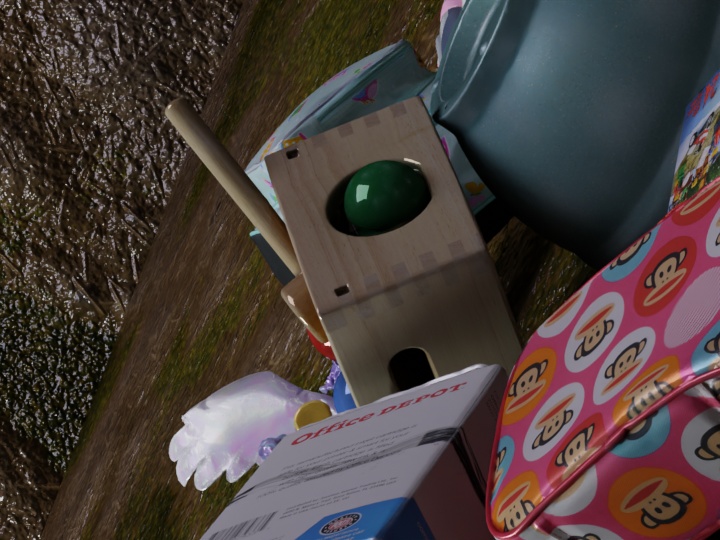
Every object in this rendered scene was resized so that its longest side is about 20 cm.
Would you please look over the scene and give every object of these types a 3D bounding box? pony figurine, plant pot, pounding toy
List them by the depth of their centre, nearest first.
[{"bbox_3d":[0.000,0.000,1.715,0.184,0.142,0.200,-111,-1,-51],"label":"pounding toy"},{"bbox_3d":[0.123,-0.115,1.741,0.200,0.134,0.200,-157,90,-80],"label":"plant pot"},{"bbox_3d":[-0.016,0.118,1.921,0.193,0.167,0.200,-38,-3,1],"label":"pony figurine"}]

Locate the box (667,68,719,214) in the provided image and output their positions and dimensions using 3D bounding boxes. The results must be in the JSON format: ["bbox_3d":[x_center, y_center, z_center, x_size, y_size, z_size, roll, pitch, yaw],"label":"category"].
[{"bbox_3d":[0.214,-0.078,1.483,0.200,0.038,0.137,127,163,-51],"label":"box"}]

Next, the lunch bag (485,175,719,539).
[{"bbox_3d":[0.146,0.039,1.378,0.200,0.082,0.176,-40,26,35],"label":"lunch bag"}]

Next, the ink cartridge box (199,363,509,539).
[{"bbox_3d":[0.000,0.141,1.533,0.145,0.084,0.200,-20,15,29],"label":"ink cartridge box"}]

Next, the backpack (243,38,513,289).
[{"bbox_3d":[0.028,-0.066,1.957,0.200,0.153,0.176,-30,0,-11],"label":"backpack"}]

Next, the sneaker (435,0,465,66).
[{"bbox_3d":[0.083,-0.192,2.248,0.082,0.070,0.200,-57,13,31],"label":"sneaker"}]
